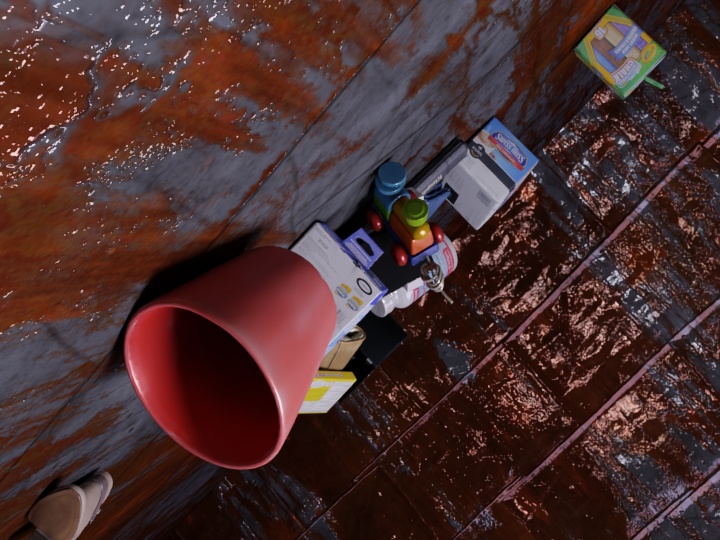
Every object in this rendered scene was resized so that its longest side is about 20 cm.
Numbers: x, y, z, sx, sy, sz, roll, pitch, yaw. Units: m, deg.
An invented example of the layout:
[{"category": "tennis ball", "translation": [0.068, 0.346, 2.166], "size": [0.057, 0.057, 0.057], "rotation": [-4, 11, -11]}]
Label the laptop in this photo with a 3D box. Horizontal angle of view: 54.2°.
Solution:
[{"category": "laptop", "translation": [-0.029, 0.161, 1.639], "size": [0.200, 0.187, 0.116], "rotation": [-46, 171, 17]}]

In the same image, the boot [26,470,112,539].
[{"category": "boot", "translation": [-0.421, 0.346, 1.045], "size": [0.200, 0.070, 0.146], "rotation": [-47, 178, 25]}]

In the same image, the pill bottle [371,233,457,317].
[{"category": "pill bottle", "translation": [0.095, 0.005, 1.432], "size": [0.199, 0.109, 0.109], "rotation": [-36, 170, -24]}]

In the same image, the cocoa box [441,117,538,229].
[{"category": "cocoa box", "translation": [0.266, -0.201, 1.494], "size": [0.131, 0.133, 0.200], "rotation": [-43, 173, -11]}]

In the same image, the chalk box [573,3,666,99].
[{"category": "chalk box", "translation": [0.587, -0.464, 1.558], "size": [0.124, 0.200, 0.124], "rotation": [-46, 172, 19]}]

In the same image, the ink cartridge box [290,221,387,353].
[{"category": "ink cartridge box", "translation": [-0.055, 0.028, 0.996], "size": [0.200, 0.137, 0.076], "rotation": [-45, 174, 8]}]

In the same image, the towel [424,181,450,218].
[{"category": "towel", "translation": [0.092, -0.100, 1.429], "size": [0.111, 0.049, 0.200], "rotation": [-29, 164, -50]}]

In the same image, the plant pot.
[{"category": "plant pot", "translation": [-0.123, 0.076, 0.762], "size": [0.201, 0.200, 0.178], "rotation": [-50, 179, 40]}]

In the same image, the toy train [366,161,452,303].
[{"category": "toy train", "translation": [0.084, -0.058, 1.022], "size": [0.084, 0.201, 0.116], "rotation": [-29, 154, -11]}]

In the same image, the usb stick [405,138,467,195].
[{"category": "usb stick", "translation": [0.121, -0.165, 1.297], "size": [0.200, 0.033, 0.056], "rotation": [-43, 167, -6]}]

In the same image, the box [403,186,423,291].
[{"category": "box", "translation": [0.090, -0.054, 1.293], "size": [0.041, 0.039, 0.203], "rotation": [-24, 132, -23]}]

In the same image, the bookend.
[{"category": "bookend", "translation": [0.000, 0.000, 1.184], "size": [0.197, 0.093, 0.199], "rotation": [-27, -175, -11]}]

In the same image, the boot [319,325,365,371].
[{"category": "boot", "translation": [-0.102, 0.185, 1.335], "size": [0.173, 0.067, 0.201], "rotation": [-5, 138, -41]}]

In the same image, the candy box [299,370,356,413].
[{"category": "candy box", "translation": [-0.101, 0.225, 1.301], "size": [0.102, 0.027, 0.198], "rotation": [-46, 148, 22]}]
